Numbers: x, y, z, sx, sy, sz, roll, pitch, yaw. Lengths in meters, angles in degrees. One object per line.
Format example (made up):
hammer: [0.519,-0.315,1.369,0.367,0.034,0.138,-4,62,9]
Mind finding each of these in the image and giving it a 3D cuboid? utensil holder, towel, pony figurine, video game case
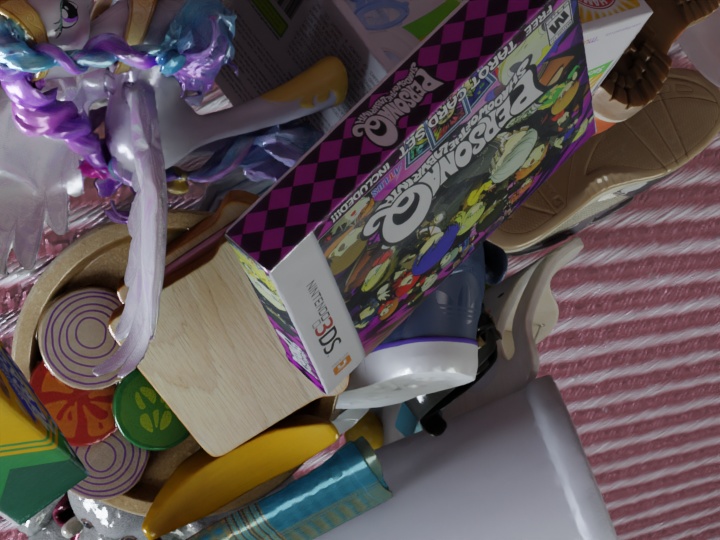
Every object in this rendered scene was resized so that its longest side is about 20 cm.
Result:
utensil holder: [0.058,0.178,1.708,0.199,0.171,0.170,-20,161,2]
towel: [-0.076,0.159,1.574,0.199,0.022,0.147,-28,167,-3]
pony figurine: [-0.103,-0.072,1.272,0.199,0.166,0.194,-16,121,-39]
video game case: [0.030,-0.045,1.317,0.200,0.036,0.181,-44,160,-9]

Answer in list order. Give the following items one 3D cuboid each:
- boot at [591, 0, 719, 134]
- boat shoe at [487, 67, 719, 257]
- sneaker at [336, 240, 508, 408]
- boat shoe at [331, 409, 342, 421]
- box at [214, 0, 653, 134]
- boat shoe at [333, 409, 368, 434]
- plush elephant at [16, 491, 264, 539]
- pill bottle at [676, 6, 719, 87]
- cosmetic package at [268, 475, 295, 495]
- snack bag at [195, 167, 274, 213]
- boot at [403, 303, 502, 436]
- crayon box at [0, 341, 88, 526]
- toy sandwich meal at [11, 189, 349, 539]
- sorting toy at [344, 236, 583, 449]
boot: [0.140,-0.138,1.580,0.107,0.075,0.200,-38,-169,45]
boat shoe: [0.154,-0.069,1.826,0.199,0.072,0.065,-33,173,-17]
sneaker: [0.000,0.000,1.581,0.080,0.147,0.200,6,168,-35]
boat shoe: [0.026,0.008,1.723,0.200,0.065,0.072,-47,-179,-16]
box: [0.036,-0.122,1.413,0.199,0.113,0.101,-21,156,-43]
boat shoe: [-0.004,0.046,1.836,0.063,0.071,0.200,23,135,-31]
plush elephant: [-0.145,0.154,1.693,0.155,0.164,0.201,-7,120,-80]
pill bottle: [0.294,-0.194,1.698,0.199,0.114,0.114,-25,159,-30]
cosmetic package: [-0.077,0.205,1.849,0.085,0.201,0.108,-20,160,-44]
snack bag: [-0.045,-0.030,1.628,0.200,0.021,0.189,-29,160,-38]
boot: [0.057,-0.014,1.615,0.077,0.138,0.200,-21,154,-52]
crayon box: [-0.210,0.046,1.353,0.051,0.126,0.200,-36,162,-1]
toy sandwich meal: [-0.095,0.057,1.505,0.205,0.205,0.070,-40,-163,11]
sorting toy: [0.088,0.059,1.845,0.180,0.107,0.201,-45,-163,50]
